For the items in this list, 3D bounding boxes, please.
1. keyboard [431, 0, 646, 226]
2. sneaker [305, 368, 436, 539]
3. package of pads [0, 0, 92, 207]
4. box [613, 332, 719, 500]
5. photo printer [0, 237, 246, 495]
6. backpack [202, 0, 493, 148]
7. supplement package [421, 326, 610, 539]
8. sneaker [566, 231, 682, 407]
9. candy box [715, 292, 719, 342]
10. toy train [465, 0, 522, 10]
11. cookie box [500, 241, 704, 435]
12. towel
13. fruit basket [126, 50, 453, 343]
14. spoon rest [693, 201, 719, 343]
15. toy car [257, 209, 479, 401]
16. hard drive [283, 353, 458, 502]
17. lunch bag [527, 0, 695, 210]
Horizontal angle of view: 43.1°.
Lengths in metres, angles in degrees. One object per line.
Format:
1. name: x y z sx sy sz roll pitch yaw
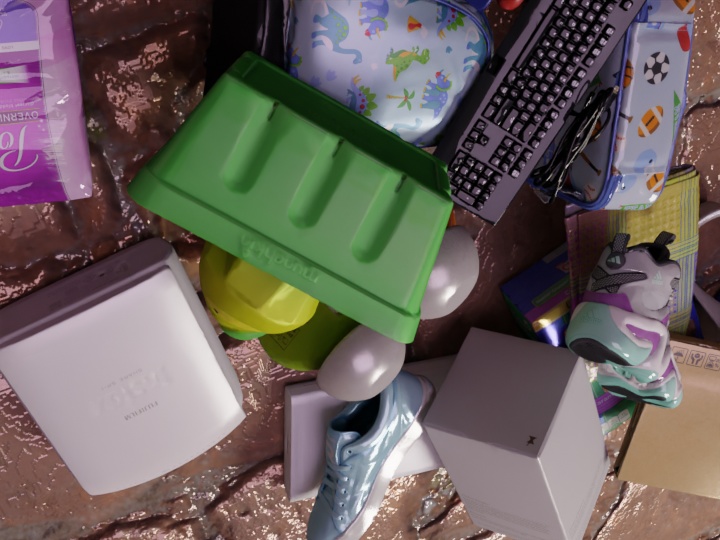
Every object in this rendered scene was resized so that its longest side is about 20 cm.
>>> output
1. keyboard: 0.136 -0.121 0.651 0.103 0.040 0.201 25 110 -19
2. sneaker: -0.012 0.176 0.869 0.082 0.074 0.201 28 93 -32
3. package of pads: -0.250 -0.142 0.607 0.119 0.076 0.202 -7 120 -17
4. box: 0.373 0.157 0.917 0.198 0.021 0.165 12 110 -5
5. photo printer: -0.195 0.092 0.767 0.165 0.070 0.201 -26 125 -9
6. backpack: 0.000 -0.164 0.679 0.198 0.154 0.165 -1 115 -36
7. supplement package: 0.161 0.171 0.900 0.120 0.120 0.201 -58 142 -29
8. sneaker: 0.255 0.035 0.811 0.200 0.077 0.141 42 66 -54
9. candy box: 0.445 0.121 1.010 0.077 0.169 0.201 18 109 -34
10. toy train: 0.130 -0.285 0.623 0.084 0.116 0.200 35 126 -6
11. cookie box: 0.257 0.058 0.947 0.170 0.075 0.201 -33 125 -4
12. towel: 0.256 0.004 0.860 0.142 0.023 0.202 -19 121 -14
13. fruit basket: -0.056 -0.018 0.618 0.213 0.156 0.218 1 112 2
14. spoon rest: 0.368 0.031 0.972 0.060 0.099 0.202 -13 103 -6
15. toy car: 0.000 0.000 0.769 0.200 0.175 0.150 -49 162 7
16. hard drive: 0.020 0.159 0.928 0.198 0.026 0.133 -8 121 -20
17. lunch bag: 0.189 -0.150 0.752 0.075 0.160 0.202 -3 113 -25
